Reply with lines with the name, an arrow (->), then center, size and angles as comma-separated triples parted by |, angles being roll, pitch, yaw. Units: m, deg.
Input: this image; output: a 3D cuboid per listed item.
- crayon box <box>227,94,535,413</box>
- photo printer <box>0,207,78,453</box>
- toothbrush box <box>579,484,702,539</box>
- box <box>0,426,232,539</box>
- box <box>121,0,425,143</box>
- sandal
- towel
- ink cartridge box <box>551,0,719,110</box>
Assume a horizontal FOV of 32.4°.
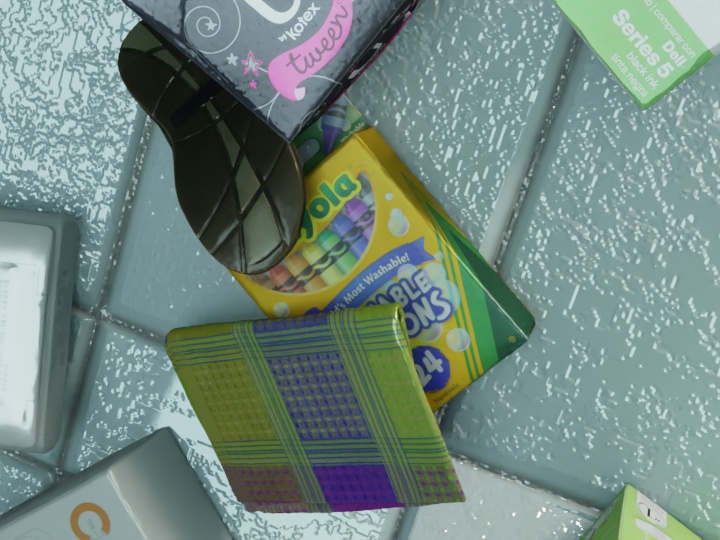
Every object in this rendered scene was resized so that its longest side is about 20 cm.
crayon box -> 0.000, 0.000, 0.800 | 0.126, 0.052, 0.200 | -40, 89, 18
photo printer -> -0.302, 0.034, 0.853 | 0.200, 0.069, 0.167 | 5, 93, 3
toothbrush box -> 0.184, 0.233, 0.723 | 0.146, 0.200, 0.086 | 37, 107, 4
box -> -0.202, 0.217, 0.873 | 0.200, 0.097, 0.125 | -29, 93, 19
box -> -0.019, -0.193, 0.718 | 0.132, 0.115, 0.200 | 40, 105, -4
sandal -> -0.091, -0.083, 0.790 | 0.082, 0.055, 0.200 | -39, 64, 7
towel -> -0.034, 0.091, 0.800 | 0.200, 0.023, 0.144 | -10, 109, 37
ink cartridge box -> 0.206, -0.184, 0.659 | 0.200, 0.146, 0.084 | -39, 90, 19
